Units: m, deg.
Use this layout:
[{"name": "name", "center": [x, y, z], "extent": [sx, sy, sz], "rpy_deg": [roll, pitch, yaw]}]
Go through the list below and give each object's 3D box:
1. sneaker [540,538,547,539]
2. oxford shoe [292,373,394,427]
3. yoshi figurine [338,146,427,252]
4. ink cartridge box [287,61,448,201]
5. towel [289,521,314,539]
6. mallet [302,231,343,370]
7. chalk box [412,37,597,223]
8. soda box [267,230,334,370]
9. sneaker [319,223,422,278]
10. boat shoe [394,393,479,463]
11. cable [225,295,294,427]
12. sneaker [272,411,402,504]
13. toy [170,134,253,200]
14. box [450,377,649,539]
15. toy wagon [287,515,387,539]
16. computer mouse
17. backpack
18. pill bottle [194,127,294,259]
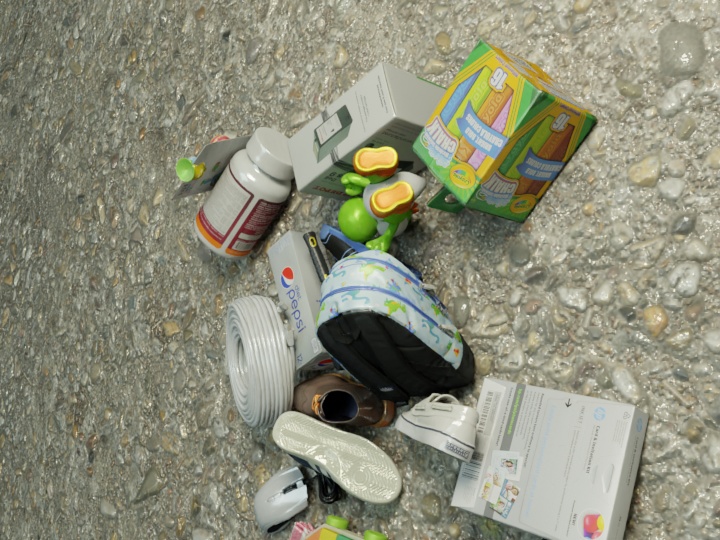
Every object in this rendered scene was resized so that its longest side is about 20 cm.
[{"name": "sneaker", "center": [0.173, 0.352, 0.928], "extent": [0.201, 0.098, 0.071], "rpy_deg": [-51, 50, 26]}, {"name": "oxford shoe", "center": [-0.044, 0.183, 1.197], "extent": [0.198, 0.072, 0.073], "rpy_deg": [-5, 80, 46]}, {"name": "yoshi figurine", "center": [0.014, -0.081, 1.090], "extent": [0.110, 0.200, 0.114], "rpy_deg": [26, 78, 8]}, {"name": "ink cartridge box", "center": [0.018, -0.175, 1.136], "extent": [0.199, 0.144, 0.086], "rpy_deg": [-31, 63, 39]}, {"name": "towel", "center": [-0.065, 0.482, 1.205], "extent": [0.200, 0.030, 0.148], "rpy_deg": [43, 115, 41]}, {"name": "mallet", "center": [-0.047, 0.044, 1.186], "extent": [0.202, 0.065, 0.041], "rpy_deg": [62, 161, 8]}, {"name": "chalk box", "center": [0.156, -0.144, 1.004], "extent": [0.124, 0.123, 0.202], "rpy_deg": [52, 121, 37]}, {"name": "soda box", "center": [-0.076, 0.044, 1.254], "extent": [0.063, 0.067, 0.203], "rpy_deg": [-37, 58, 38]}, {"name": "sneaker", "center": [0.000, 0.000, 1.182], "extent": [0.199, 0.069, 0.079], "rpy_deg": [33, 102, 43]}, {"name": "boat shoe", "center": [0.094, 0.181, 1.018], "extent": [0.200, 0.071, 0.067], "rpy_deg": [144, 151, -81]}, {"name": "cable", "center": [-0.155, 0.140, 1.274], "extent": [0.199, 0.068, 0.205], "rpy_deg": [-168, 73, -67]}, {"name": "sneaker", "center": [-0.027, 0.260, 1.170], "extent": [0.198, 0.085, 0.076], "rpy_deg": [28, 76, 18]}, {"name": "toy", "center": [-0.232, -0.183, 1.362], "extent": [0.047, 0.200, 0.116], "rpy_deg": [42, 118, 6]}, {"name": "box", "center": [0.205, 0.213, 0.932], "extent": [0.198, 0.041, 0.159], "rpy_deg": [3, 72, 47]}, {"name": "toy wagon", "center": [-0.045, 0.421, 1.151], "extent": [0.197, 0.039, 0.158], "rpy_deg": [9, 78, 37]}, {"name": "computer mouse", "center": [-0.109, 0.336, 1.262], "extent": [0.200, 0.043, 0.111], "rpy_deg": [-45, 55, 32]}, {"name": "backpack", "center": [0.029, 0.071, 1.044], "extent": [0.161, 0.199, 0.157], "rpy_deg": [-16, 61, 37]}, {"name": "pill bottle", "center": [-0.180, -0.124, 1.359], "extent": [0.201, 0.108, 0.110], "rpy_deg": [-52, 51, 27]}]
